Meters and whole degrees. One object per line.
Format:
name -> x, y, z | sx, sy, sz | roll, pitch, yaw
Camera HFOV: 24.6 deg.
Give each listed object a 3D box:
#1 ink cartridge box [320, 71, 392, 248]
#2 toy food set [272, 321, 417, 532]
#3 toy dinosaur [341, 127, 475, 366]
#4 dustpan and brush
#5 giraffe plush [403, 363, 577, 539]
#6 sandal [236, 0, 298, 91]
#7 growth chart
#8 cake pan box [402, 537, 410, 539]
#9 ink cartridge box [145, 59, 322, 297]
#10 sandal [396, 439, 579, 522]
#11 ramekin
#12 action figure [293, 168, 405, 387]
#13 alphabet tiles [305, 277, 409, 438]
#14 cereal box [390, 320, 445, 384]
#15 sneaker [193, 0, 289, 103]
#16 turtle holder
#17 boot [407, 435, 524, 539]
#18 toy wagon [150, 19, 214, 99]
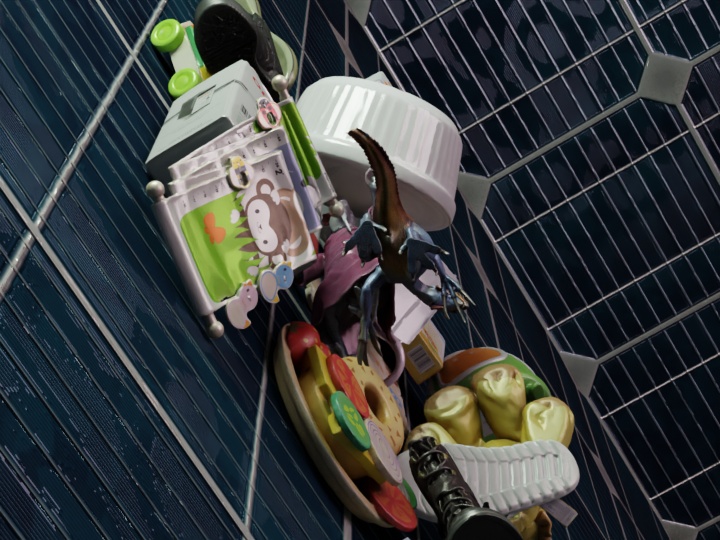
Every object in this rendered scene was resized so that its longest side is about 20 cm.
ink cartridge box -> -0.001, -0.122, 1.879 | 0.146, 0.144, 0.200 | 58, 9, -11
toy food set -> -0.008, 0.131, 1.395 | 0.200, 0.048, 0.198 | 52, 13, -44
toy dinosaur -> 0.049, -0.015, 1.414 | 0.181, 0.104, 0.201 | -4, 96, -80
dustpan and brush -> -0.004, -0.018, 1.727 | 0.200, 0.057, 0.140 | 49, 43, -5
giraffe plush -> 0.145, 0.222, 1.678 | 0.200, 0.172, 0.163 | 54, -16, 31
sandal -> -0.134, -0.254, 1.831 | 0.057, 0.080, 0.201 | 19, 33, -50
growth chart -> -0.085, -0.047, 1.282 | 0.200, 0.018, 0.145 | -44, 111, -43
cake pan box -> 0.081, 0.332, 1.269 | 0.184, 0.052, 0.200 | 50, 14, -40
ink cartridge box -> -0.103, -0.080, 1.417 | 0.147, 0.083, 0.200 | 58, 11, -17
sandal -> 0.114, 0.206, 1.548 | 0.050, 0.202, 0.083 | 119, -37, -49
ramekin -> 0.012, -0.121, 1.680 | 0.202, 0.201, 0.095 | 42, 64, -61
action figure -> 0.000, 0.000, 1.568 | 0.149, 0.134, 0.200 | 56, 13, -29
alphabet tiles -> -0.003, 0.074, 1.690 | 0.196, 0.015, 0.200 | 56, 10, -26
cereal box -> 0.041, 0.046, 1.857 | 0.144, 0.039, 0.200 | 55, 6, -2
sneaker -> -0.117, -0.217, 1.595 | 0.200, 0.060, 0.105 | 57, 10, -50
turtle holder -> 0.146, 0.165, 1.832 | 0.185, 0.141, 0.132 | 42, 3, -40
boot -> 0.080, 0.204, 1.363 | 0.174, 0.069, 0.200 | 60, -4, 41
toy wagon -> -0.134, -0.150, 1.590 | 0.155, 0.039, 0.201 | 47, 16, -52
